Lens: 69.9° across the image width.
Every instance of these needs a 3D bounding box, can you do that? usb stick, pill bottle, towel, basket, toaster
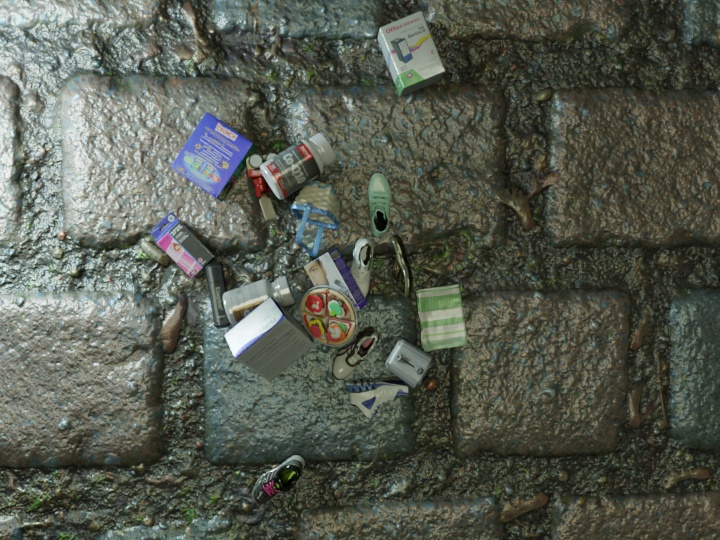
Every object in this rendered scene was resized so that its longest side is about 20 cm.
[{"bbox_3d":[-0.441,0.077,1.598,0.055,0.032,0.202,-10,93,-34],"label":"usb stick"},{"bbox_3d":[-0.307,0.091,1.572,0.198,0.114,0.115,-19,92,-4],"label":"pill bottle"},{"bbox_3d":[-0.177,-0.302,1.480,0.199,0.114,0.114,-35,93,-10],"label":"pill bottle"},{"bbox_3d":[0.261,0.152,1.659,0.151,0.023,0.202,-8,91,-5],"label":"towel"},{"bbox_3d":[-0.137,-0.155,1.557,0.138,0.176,0.202,9,77,10],"label":"basket"},{"bbox_3d":[0.155,0.286,1.584,0.129,0.200,0.114,32,88,13],"label":"toaster"}]

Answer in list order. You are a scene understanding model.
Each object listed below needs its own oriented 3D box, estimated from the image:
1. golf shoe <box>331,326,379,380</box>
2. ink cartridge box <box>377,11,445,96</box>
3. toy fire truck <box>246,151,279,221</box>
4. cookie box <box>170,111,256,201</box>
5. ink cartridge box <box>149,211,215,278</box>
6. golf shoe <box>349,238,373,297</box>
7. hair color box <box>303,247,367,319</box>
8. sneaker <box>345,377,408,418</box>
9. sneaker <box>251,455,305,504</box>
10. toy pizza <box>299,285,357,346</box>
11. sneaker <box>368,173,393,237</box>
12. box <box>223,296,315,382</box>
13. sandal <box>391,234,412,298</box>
[{"bbox_3d":[-0.019,0.261,1.610,0.077,0.088,0.200,40,90,-5],"label":"golf shoe"},{"bbox_3d":[0.156,-0.673,1.606,0.144,0.088,0.202,-22,91,-3],"label":"ink cartridge box"},{"bbox_3d":[-0.251,-0.261,1.576,0.174,0.129,0.202,-5,103,-4],"label":"toy fire truck"},{"bbox_3d":[-0.445,-0.345,1.574,0.170,0.075,0.201,34,89,-4],"label":"cookie box"},{"bbox_3d":[-0.553,-0.079,1.593,0.095,0.037,0.200,-44,92,-2],"label":"ink cartridge box"},{"bbox_3d":[0.000,0.000,1.602,0.077,0.097,0.202,5,92,-6],"label":"golf shoe"},{"bbox_3d":[-0.076,0.045,1.590,0.109,0.065,0.201,-28,92,32],"label":"hair color box"},{"bbox_3d":[0.053,0.403,1.627,0.197,0.081,0.116,-1,95,3],"label":"sneaker"},{"bbox_3d":[-0.259,0.658,1.598,0.199,0.087,0.074,-36,93,-2],"label":"sneaker"},{"bbox_3d":[-0.103,0.144,1.580,0.198,0.032,0.202,8,110,22],"label":"toy pizza"},{"bbox_3d":[0.065,-0.207,1.592,0.073,0.118,0.203,-3,90,-2],"label":"sneaker"},{"bbox_3d":[-0.267,0.207,1.529,0.184,0.200,0.105,-39,52,-3],"label":"box"},{"bbox_3d":[0.123,-0.011,1.628,0.057,0.080,0.203,-16,86,13],"label":"sandal"}]
